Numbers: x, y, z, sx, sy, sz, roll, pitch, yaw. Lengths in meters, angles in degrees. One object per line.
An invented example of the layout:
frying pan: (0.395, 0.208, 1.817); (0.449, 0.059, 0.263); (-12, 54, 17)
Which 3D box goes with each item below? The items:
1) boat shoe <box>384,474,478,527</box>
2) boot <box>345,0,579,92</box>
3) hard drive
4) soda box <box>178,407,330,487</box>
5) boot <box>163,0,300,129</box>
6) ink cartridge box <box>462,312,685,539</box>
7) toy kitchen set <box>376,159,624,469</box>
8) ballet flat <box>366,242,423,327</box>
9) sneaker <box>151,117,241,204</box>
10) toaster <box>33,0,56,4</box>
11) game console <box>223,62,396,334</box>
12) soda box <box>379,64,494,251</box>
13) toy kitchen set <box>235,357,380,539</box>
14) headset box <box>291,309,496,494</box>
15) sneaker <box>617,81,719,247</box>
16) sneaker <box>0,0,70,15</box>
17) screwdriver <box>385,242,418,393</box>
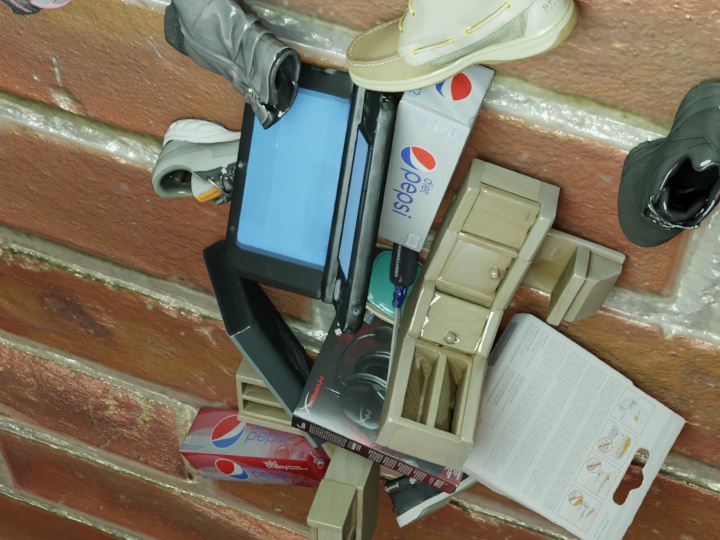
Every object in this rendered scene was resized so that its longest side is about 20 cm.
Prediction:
boat shoe: (0.094, 0.231, 1.873); (0.200, 0.076, 0.060); (-38, 75, 40)
boot: (0.045, -0.217, 1.237); (0.200, 0.072, 0.155); (-10, 136, 35)
hard drive: (-0.095, 0.076, 1.719); (0.033, 0.140, 0.200); (-28, 133, 5)
soda box: (-0.118, 0.214, 1.988); (0.200, 0.070, 0.063); (-1, 140, 36)
boot: (-0.101, -0.206, 1.317); (0.132, 0.070, 0.200); (42, 165, 20)
ink cartridge box: (0.196, 0.160, 1.608); (0.200, 0.161, 0.050); (33, 171, -15)
toy kitchen set: (0.132, 0.050, 1.436); (0.163, 0.181, 0.200); (18, 136, -4)
ballet flat: (0.000, 0.000, 1.610); (0.200, 0.070, 0.069); (31, 148, -8)
sneaker: (-0.106, -0.093, 1.517); (0.200, 0.079, 0.074); (0, 139, 32)
toaster: (-0.273, -0.318, 1.258); (0.199, 0.119, 0.181); (23, 149, 2)
game console: (-0.047, -0.067, 1.384); (0.116, 0.201, 0.176); (7, -167, -7)
soda box: (0.053, -0.101, 1.406); (0.063, 0.068, 0.200); (22, 148, 2)
toy kitchen set: (-0.070, 0.232, 1.828); (0.180, 0.200, 0.163); (12, 138, 11)
headset box: (0.049, 0.123, 1.654); (0.200, 0.149, 0.077); (24, 166, 3)
sneaker: (0.248, -0.066, 1.307); (0.076, 0.091, 0.200); (22, 150, 0)
sneaker: (-0.339, -0.285, 1.405); (0.200, 0.079, 0.095); (39, 157, -20)
screwdriver: (0.030, 0.050, 1.573); (0.029, 0.028, 0.201); (11, 104, 0)
